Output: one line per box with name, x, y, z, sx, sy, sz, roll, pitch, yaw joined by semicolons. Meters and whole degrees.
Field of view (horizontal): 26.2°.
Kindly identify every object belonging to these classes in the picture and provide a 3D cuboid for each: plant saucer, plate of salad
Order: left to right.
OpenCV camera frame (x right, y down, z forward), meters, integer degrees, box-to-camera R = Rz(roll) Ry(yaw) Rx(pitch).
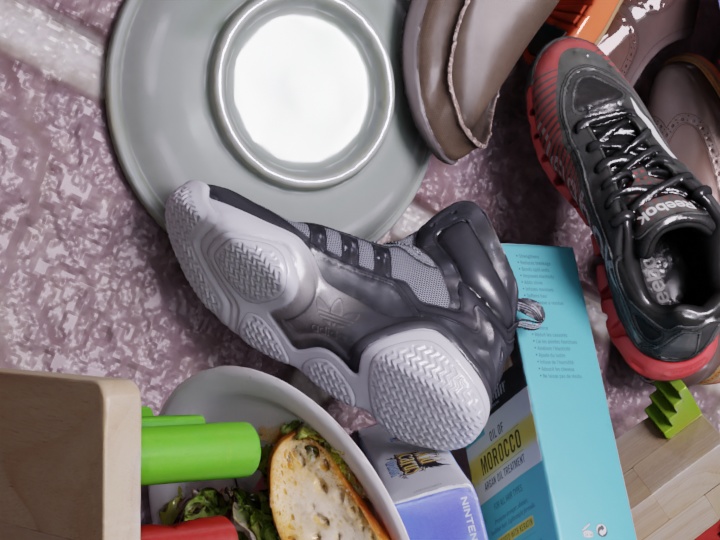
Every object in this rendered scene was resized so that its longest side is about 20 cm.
plate of salad;-0.047;0.146;0.753;0.048;0.199;0.202;-23;99;-42
plant saucer;-0.037;-0.097;0.841;0.198;0.050;0.203;0;89;-25

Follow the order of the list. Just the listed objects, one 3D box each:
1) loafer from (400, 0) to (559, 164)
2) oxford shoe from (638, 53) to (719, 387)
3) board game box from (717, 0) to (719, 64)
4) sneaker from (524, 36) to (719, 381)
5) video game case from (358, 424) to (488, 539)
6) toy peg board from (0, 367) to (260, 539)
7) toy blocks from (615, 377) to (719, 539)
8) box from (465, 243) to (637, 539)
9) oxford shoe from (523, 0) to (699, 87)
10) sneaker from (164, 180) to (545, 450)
loafer;0.075;-0.157;0.861;0.073;0.070;0.202;30;68;-59
oxford shoe;0.191;-0.029;0.925;0.072;0.071;0.203;-6;92;-40
board game box;0.259;-0.115;0.948;0.199;0.039;0.160;30;51;-35
sneaker;0.149;-0.043;0.837;0.070;0.098;0.202;-18;79;-9
video game case;0.050;0.190;0.804;0.045;0.181;0.202;-14;96;-5
toy peg board;-0.129;0.147;0.725;0.097;0.199;0.202;1;89;-39
toy blocks;0.173;0.171;0.907;0.136;0.100;0.201;-35;125;1
box;0.096;0.093;0.840;0.049;0.082;0.202;2;63;-24
oxford shoe;0.179;-0.183;0.935;0.072;0.071;0.201;39;84;-23
sneaker;0.000;0.000;0.805;0.199;0.076;0.114;35;52;10
